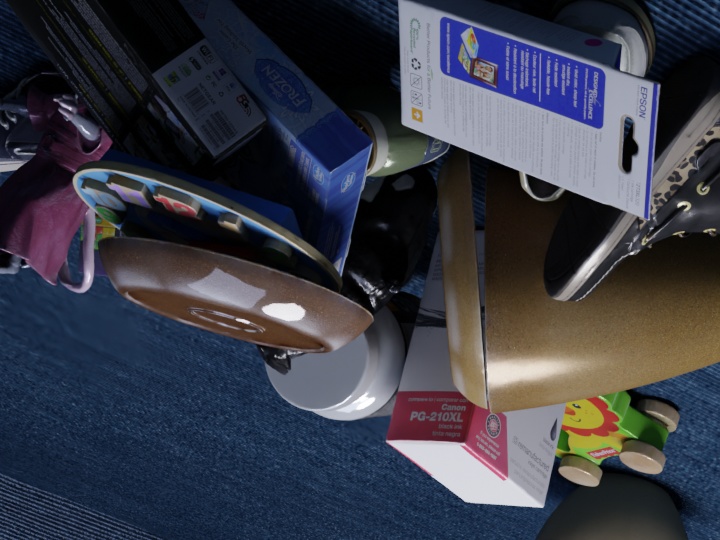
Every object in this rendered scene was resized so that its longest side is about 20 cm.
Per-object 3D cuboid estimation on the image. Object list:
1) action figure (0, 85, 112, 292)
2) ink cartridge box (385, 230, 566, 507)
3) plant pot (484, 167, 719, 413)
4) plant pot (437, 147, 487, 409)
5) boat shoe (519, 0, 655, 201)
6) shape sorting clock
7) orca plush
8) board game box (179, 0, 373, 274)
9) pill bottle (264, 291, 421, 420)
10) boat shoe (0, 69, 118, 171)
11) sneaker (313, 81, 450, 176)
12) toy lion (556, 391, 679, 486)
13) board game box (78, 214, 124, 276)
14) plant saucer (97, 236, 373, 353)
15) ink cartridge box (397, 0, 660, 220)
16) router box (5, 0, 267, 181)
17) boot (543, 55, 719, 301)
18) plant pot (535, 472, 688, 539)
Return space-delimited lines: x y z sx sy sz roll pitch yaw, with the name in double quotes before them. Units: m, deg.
"action figure" -0.222 -0.084 1.244 0.149 0.201 0.134 29 -178 -40
"ink cartridge box" 0.112 0.083 1.373 0.084 0.201 0.145 -2 151 36
"plant pot" 0.195 0.012 1.205 0.199 0.187 0.187 -2 156 6
"plant pot" 0.077 0.005 1.210 0.027 0.201 0.200 -3 156 5
"boat shoe" 0.144 -0.110 1.052 0.074 0.069 0.200 18 158 8
"shape sorting clock" -0.107 -0.022 1.103 0.199 0.039 0.200 21 161 8
"orca plush" 0.000 0.000 1.243 0.071 0.200 0.105 24 149 57
"board game box" -0.083 -0.096 1.143 0.199 0.043 0.200 46 156 16
"pill bottle" -0.002 0.072 1.395 0.116 0.117 0.200 10 -179 20
"boat shoe" -0.283 -0.133 1.349 0.199 0.075 0.093 3 149 15
"sneaker" -0.012 -0.106 1.185 0.090 0.067 0.200 -10 -162 -32
"toy lion" 0.214 0.143 1.643 0.191 0.069 0.200 31 157 -13
"board game box" -0.123 -0.015 1.428 0.199 0.057 0.165 6 -176 29
"plant saucer" -0.090 0.022 1.114 0.199 0.032 0.200 15 170 3
"ink cartridge box" 0.107 -0.109 0.998 0.200 0.037 0.095 27 134 36
"router box" -0.159 -0.148 1.088 0.200 0.051 0.149 53 157 -2
"boot" 0.230 -0.037 1.079 0.150 0.073 0.200 21 120 -21
"plant pot" 0.306 0.318 1.886 0.199 0.135 0.200 16 159 6
